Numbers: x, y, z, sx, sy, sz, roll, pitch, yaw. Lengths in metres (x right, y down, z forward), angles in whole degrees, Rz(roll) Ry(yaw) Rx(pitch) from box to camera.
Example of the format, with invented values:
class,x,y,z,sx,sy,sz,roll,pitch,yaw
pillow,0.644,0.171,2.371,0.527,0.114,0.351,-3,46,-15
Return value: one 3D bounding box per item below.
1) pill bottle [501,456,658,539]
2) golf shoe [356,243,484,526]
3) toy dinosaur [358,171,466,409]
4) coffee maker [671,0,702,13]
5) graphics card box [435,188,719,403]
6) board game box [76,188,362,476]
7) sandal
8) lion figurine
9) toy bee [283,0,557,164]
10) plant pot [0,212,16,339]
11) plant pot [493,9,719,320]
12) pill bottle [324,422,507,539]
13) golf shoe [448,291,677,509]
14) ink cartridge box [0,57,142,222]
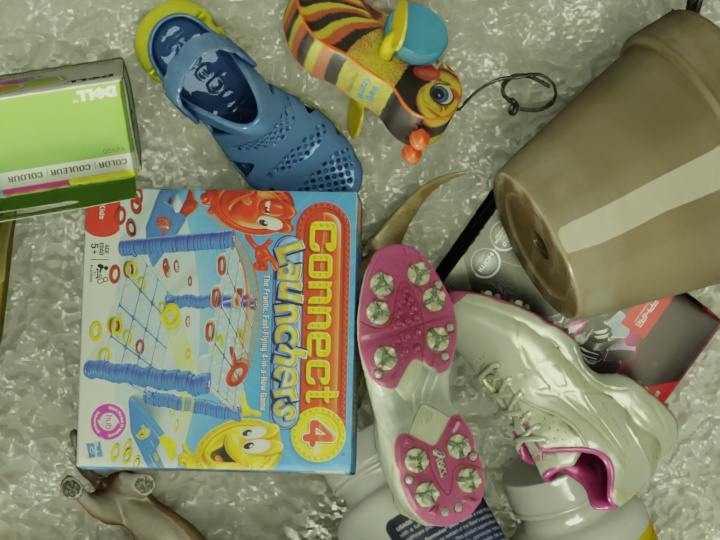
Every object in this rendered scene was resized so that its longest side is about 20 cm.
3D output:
class,x,y,z,sx,sy,sz,roll,pitch,yaw
pill bottle,0.177,0.233,1.721,0.111,0.111,0.201,-22,104,-1
golf shoe,0.030,0.084,1.606,0.075,0.092,0.202,-5,79,-17
toy dinosaur,0.000,0.000,1.693,0.100,0.058,0.201,13,107,-24
coffee maker,0.164,-0.271,1.603,0.198,0.135,0.194,7,102,-7
graphics card box,0.157,0.030,1.708,0.199,0.051,0.126,35,97,-10
board game box,-0.098,0.043,1.617,0.194,0.056,0.202,0,84,4
sandal,-0.080,-0.110,1.637,0.200,0.087,0.080,38,94,-14
lion figurine,-0.149,0.199,1.696,0.072,0.122,0.201,-36,87,-5
toy bee,0.032,-0.136,1.620,0.198,0.109,0.131,11,140,13
plant pot,-0.344,0.064,1.601,0.192,0.196,0.202,2,111,-6
plant pot,0.194,-0.057,1.603,0.173,0.200,0.201,-28,103,-10
pill bottle,0.052,0.209,1.681,0.111,0.111,0.201,-30,79,1
golf shoe,0.130,0.092,1.629,0.199,0.075,0.092,33,64,-1
ink cartridge box,-0.227,-0.088,1.567,0.147,0.200,0.076,-9,103,-4
